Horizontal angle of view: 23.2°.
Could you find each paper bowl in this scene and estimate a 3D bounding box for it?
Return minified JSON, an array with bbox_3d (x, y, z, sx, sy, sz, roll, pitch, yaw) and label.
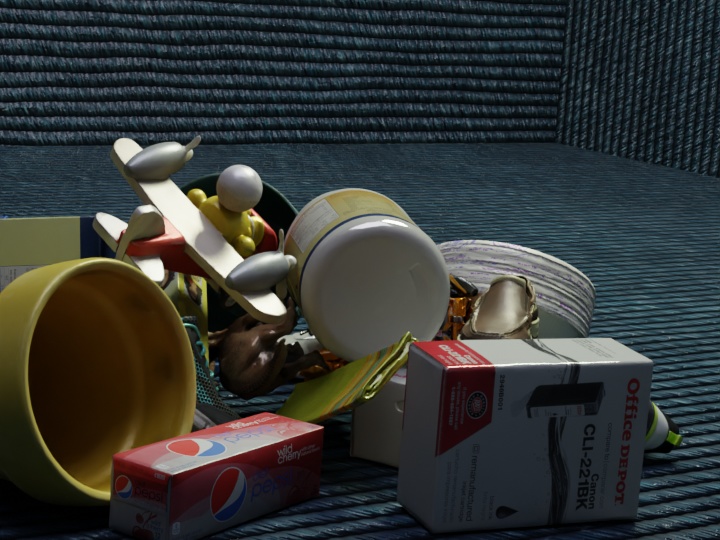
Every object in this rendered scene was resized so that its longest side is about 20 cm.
[{"bbox_3d":[0.154,0.052,1.930,0.199,0.105,0.201,12,-19,4],"label":"paper bowl"}]

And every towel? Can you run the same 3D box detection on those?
[{"bbox_3d":[-0.027,0.110,1.584,0.086,0.018,0.200,-45,11,-36],"label":"towel"}]

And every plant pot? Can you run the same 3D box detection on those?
[{"bbox_3d":[-0.271,0.099,1.468,0.188,0.203,0.200,-8,1,36],"label":"plant pot"},{"bbox_3d":[-0.137,-0.003,2.031,0.199,0.202,0.161,6,-3,12],"label":"plant pot"}]

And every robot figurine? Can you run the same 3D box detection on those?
[{"bbox_3d":[0.035,0.070,1.840,0.198,0.146,0.058,-3,-6,21],"label":"robot figurine"}]

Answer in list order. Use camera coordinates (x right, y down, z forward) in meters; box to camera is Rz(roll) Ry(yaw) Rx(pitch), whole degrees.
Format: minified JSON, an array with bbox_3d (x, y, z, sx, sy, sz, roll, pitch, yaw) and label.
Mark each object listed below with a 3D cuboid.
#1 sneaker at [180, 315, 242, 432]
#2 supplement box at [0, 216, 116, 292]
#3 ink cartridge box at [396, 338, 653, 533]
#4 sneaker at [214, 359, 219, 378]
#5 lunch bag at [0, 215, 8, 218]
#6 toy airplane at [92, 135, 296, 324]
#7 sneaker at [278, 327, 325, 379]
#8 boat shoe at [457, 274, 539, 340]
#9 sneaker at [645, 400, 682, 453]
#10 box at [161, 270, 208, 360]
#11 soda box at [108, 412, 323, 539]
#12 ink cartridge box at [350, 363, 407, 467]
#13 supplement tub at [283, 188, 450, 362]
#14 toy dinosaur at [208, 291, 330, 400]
[{"bbox_3d":[-0.166,0.087,1.604,0.200,0.092,0.077,40,-14,-24],"label":"sneaker"},{"bbox_3d":[-0.341,0.028,1.735,0.198,0.135,0.200,-2,-7,0],"label":"supplement box"},{"bbox_3d":[0.141,0.137,1.491,0.198,0.146,0.084,-1,13,-22],"label":"ink cartridge box"},{"bbox_3d":[-0.223,0.085,1.875,0.198,0.071,0.083,11,-1,29],"label":"sneaker"},{"bbox_3d":[-0.451,0.007,1.985,0.131,0.137,0.200,3,9,-6],"label":"lunch bag"},{"bbox_3d":[-0.152,-0.044,1.661,0.199,0.141,0.199,35,16,-17],"label":"toy airplane"},{"bbox_3d":[-0.026,0.077,1.929,0.198,0.081,0.074,0,13,-11],"label":"sneaker"},{"bbox_3d":[0.138,0.042,1.735,0.074,0.076,0.202,4,8,9],"label":"boat shoe"},{"bbox_3d":[0.244,0.148,1.751,0.082,0.072,0.200,27,-2,-30],"label":"sneaker"},{"bbox_3d":[-0.193,0.051,1.738,0.075,0.050,0.201,-35,30,14],"label":"box"},{"bbox_3d":[-0.115,0.170,1.448,0.070,0.064,0.199,11,13,34],"label":"soda box"},{"bbox_3d":[0.100,0.132,1.665,0.144,0.084,0.199,9,11,31],"label":"ink cartridge box"},{"bbox_3d":[0.000,0.000,1.713,0.143,0.146,0.200,2,13,-11],"label":"supplement tub"},{"bbox_3d":[-0.115,0.091,1.715,0.135,0.086,0.200,-30,17,-11],"label":"toy dinosaur"}]
